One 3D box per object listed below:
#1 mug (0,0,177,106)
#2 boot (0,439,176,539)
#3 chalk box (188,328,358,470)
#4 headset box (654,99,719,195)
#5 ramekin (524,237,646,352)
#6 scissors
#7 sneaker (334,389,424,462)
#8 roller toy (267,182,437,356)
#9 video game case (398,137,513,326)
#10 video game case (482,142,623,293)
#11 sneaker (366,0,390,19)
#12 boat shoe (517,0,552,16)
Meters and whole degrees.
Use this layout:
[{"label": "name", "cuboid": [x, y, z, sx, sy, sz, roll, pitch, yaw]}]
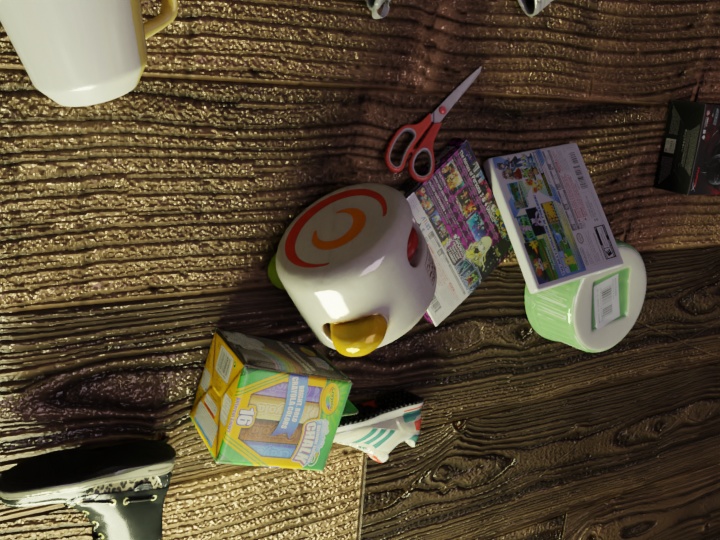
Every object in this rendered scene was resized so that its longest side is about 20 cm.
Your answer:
[{"label": "mug", "cuboid": [-0.255, -0.250, 0.692, 0.182, 0.150, 0.157, -19, 123, -17]}, {"label": "boot", "cuboid": [-0.322, 0.295, 0.870, 0.199, 0.073, 0.158, -3, 110, -31]}, {"label": "chalk box", "cuboid": [-0.098, 0.169, 0.932, 0.196, 0.124, 0.127, 16, 98, -32]}, {"label": "headset box", "cuboid": [0.616, -0.212, 1.264, 0.195, 0.077, 0.153, -3, 108, -28]}, {"label": "ramekin", "cuboid": [0.372, 0.033, 1.184, 0.195, 0.097, 0.206, -11, 111, -28]}, {"label": "scissors", "cuboid": [0.099, -0.212, 0.986, 0.072, 0.014, 0.204, 28, 79, -8]}, {"label": "sneaker", "cuboid": [0.009, 0.240, 1.051, 0.195, 0.070, 0.096, -9, 105, -31]}, {"label": "roller toy", "cuboid": [0.000, 0.000, 0.893, 0.181, 0.199, 0.141, -39, 127, -15]}, {"label": "video game case", "cuboid": [0.122, -0.053, 1.043, 0.181, 0.036, 0.202, -42, 122, -13]}, {"label": "video game case", "cuboid": [0.286, -0.083, 1.075, 0.178, 0.022, 0.205, -13, 79, -28]}, {"label": "sneaker", "cuboid": [0.000, -0.392, 0.833, 0.200, 0.075, 0.116, 42, 80, -37]}, {"label": "boat shoe", "cuboid": [0.206, -0.428, 0.947, 0.066, 0.073, 0.201, -47, 122, -13]}]
